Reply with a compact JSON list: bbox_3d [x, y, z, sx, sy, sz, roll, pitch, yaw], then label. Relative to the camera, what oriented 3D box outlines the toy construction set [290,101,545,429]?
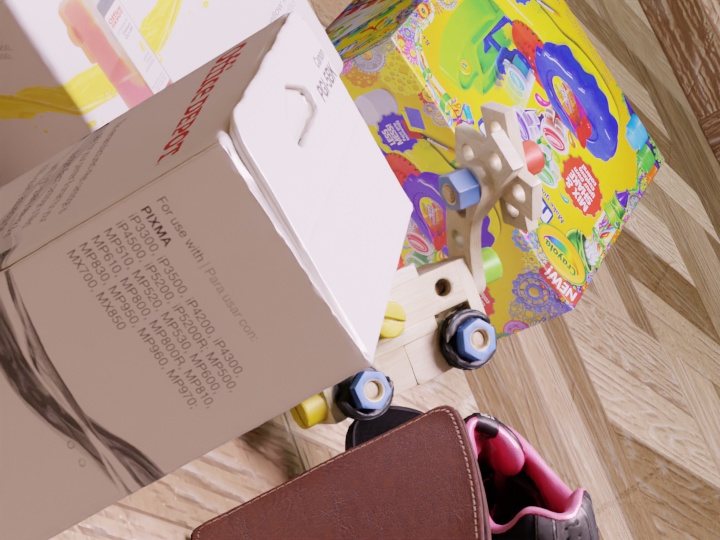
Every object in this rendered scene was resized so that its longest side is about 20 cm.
[{"bbox_3d":[0.000,0.000,1.032,0.092,0.199,0.131,-167,-124,-77],"label":"toy construction set"}]

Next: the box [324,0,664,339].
[{"bbox_3d":[0.066,-0.084,1.365,0.200,0.122,0.193,55,39,-15],"label":"box"}]

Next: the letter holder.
[{"bbox_3d":[0.012,0.163,0.847,0.101,0.142,0.200,53,18,-25],"label":"letter holder"}]

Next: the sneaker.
[{"bbox_3d":[0.051,0.096,0.980,0.200,0.079,0.096,36,-38,53],"label":"sneaker"}]

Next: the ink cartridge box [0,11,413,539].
[{"bbox_3d":[-0.090,0.016,0.687,0.083,0.200,0.147,57,17,-14],"label":"ink cartridge box"}]

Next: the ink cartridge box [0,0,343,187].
[{"bbox_3d":[-0.107,-0.107,0.903,0.200,0.083,0.145,58,48,-38],"label":"ink cartridge box"}]
